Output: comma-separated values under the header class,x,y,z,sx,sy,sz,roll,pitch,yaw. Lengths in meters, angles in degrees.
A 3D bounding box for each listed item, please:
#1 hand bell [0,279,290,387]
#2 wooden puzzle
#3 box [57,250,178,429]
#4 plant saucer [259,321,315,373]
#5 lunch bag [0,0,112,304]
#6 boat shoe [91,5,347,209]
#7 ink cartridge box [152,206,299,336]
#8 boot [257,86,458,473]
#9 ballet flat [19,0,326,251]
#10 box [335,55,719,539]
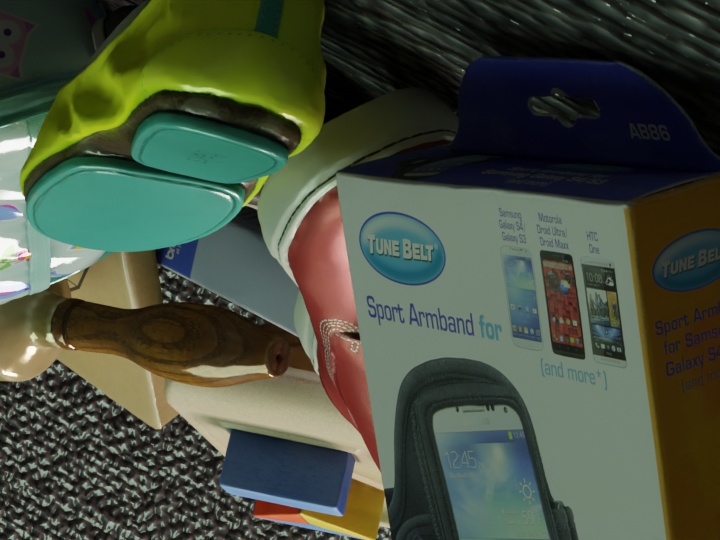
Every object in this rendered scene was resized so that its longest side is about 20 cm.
class,x,y,z,sx,sy,sz,roll,pitch,yaw
hand bell,-0.111,0.022,0.907,0.199,0.105,0.104,8,165,34
wooden puzzle,0.012,0.099,0.997,0.184,0.046,0.200,11,163,9
box,-0.147,-0.041,0.974,0.163,0.021,0.201,34,144,34
plant saucer,0.023,0.064,1.020,0.199,0.038,0.200,12,163,4
lunch bag,-0.157,-0.039,0.791,0.160,0.077,0.200,-14,165,-12
boat shoe,-0.019,-0.046,0.780,0.200,0.057,0.067,40,-156,-51
ink cartridge box,0.000,0.000,0.946,0.200,0.042,0.119,23,-162,39
boot,0.028,0.038,0.708,0.200,0.072,0.145,83,162,-67
ballet flat,-0.052,-0.051,0.645,0.067,0.067,0.200,13,168,-17
box,0.050,0.049,0.545,0.041,0.201,0.119,-18,-165,-31
